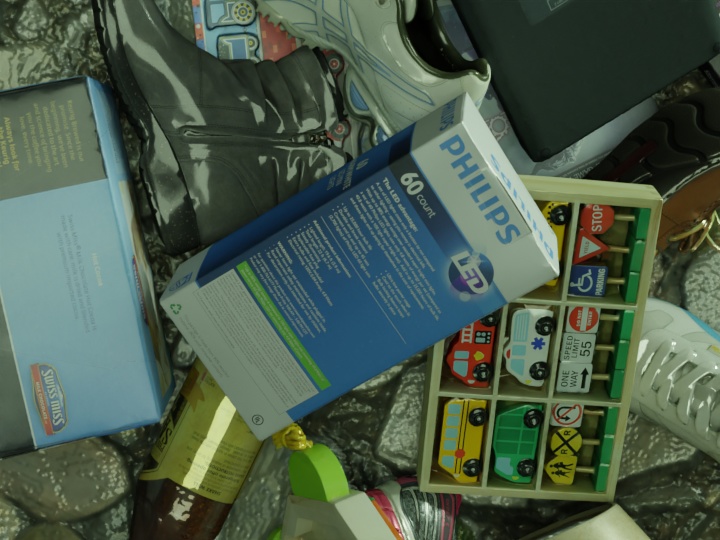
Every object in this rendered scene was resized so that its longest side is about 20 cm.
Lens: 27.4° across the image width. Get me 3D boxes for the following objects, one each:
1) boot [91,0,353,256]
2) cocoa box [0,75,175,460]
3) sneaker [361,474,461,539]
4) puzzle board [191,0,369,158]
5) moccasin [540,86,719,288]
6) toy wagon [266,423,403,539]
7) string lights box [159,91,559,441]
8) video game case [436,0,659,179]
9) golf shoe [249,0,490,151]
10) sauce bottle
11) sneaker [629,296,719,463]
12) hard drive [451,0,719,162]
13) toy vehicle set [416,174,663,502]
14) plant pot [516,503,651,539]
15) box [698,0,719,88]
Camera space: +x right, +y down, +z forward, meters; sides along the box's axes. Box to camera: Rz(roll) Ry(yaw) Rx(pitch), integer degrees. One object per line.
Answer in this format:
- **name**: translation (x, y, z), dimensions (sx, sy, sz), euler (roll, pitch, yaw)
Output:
- **boot**: translation (-0.084, -0.118, 0.896), dimensions (0.130, 0.070, 0.202), euler (-18, 102, -9)
- **cocoa box**: translation (-0.193, -0.003, 0.872), dimensions (0.130, 0.133, 0.202), euler (-12, 95, -3)
- **sneaker**: translation (0.047, 0.229, 0.934), dimensions (0.074, 0.080, 0.202), euler (-16, 103, -28)
- **puzzle board**: translation (-0.025, -0.108, 0.933), dimensions (0.149, 0.017, 0.202), euler (-6, 95, -2)
- **moccasin**: translation (0.188, -0.041, 0.912), dimensions (0.201, 0.074, 0.078), euler (-40, 132, 3)
- **toy wagon**: translation (-0.007, 0.186, 0.890), dimensions (0.039, 0.155, 0.202), euler (-16, 95, -28)
- **string lights box**: translation (0.000, 0.000, 0.824), dimensions (0.199, 0.059, 0.103), euler (-30, 106, 16)
- **video game case**: translation (0.094, -0.141, 0.927), dimensions (0.142, 0.019, 0.202), euler (-26, 95, -9)
- **golf shoe**: translation (0.002, -0.161, 0.861), dimensions (0.200, 0.097, 0.078), euler (50, 47, 0)
- **sauce bottle**: translation (-0.103, 0.125, 0.921), dimensions (0.066, 0.066, 0.201), euler (27, 91, -5)
- **sneaker**: translation (0.220, 0.076, 0.928), dimensions (0.199, 0.081, 0.077), euler (28, 94, 0)
- **hard drive**: translation (0.122, -0.168, 0.841), dimensions (0.139, 0.033, 0.201), euler (-31, 132, 2)
- **toy vehicle set**: translation (0.104, 0.043, 0.887), dimensions (0.123, 0.027, 0.202), euler (3, 112, -4)
- **plant pot**: translation (0.154, 0.254, 0.904), dimensions (0.186, 0.187, 0.202), euler (-23, 82, -1)
- **box**: translation (0.303, -0.131, 0.940), dimensions (0.142, 0.036, 0.201), euler (-36, 97, 0)
